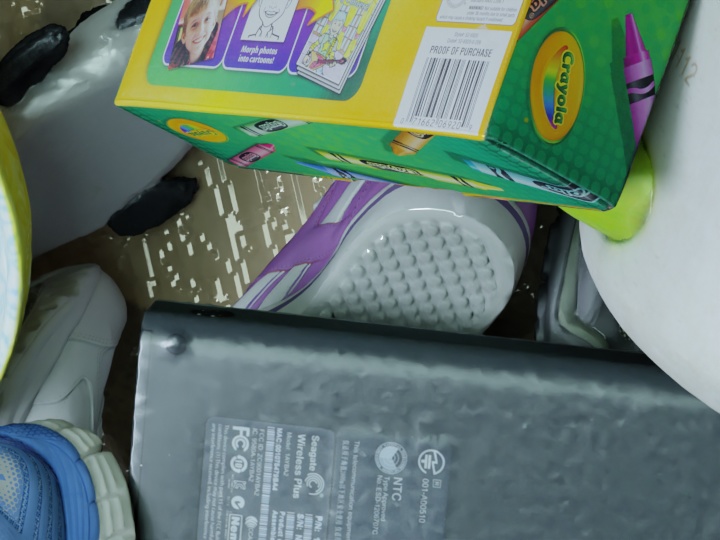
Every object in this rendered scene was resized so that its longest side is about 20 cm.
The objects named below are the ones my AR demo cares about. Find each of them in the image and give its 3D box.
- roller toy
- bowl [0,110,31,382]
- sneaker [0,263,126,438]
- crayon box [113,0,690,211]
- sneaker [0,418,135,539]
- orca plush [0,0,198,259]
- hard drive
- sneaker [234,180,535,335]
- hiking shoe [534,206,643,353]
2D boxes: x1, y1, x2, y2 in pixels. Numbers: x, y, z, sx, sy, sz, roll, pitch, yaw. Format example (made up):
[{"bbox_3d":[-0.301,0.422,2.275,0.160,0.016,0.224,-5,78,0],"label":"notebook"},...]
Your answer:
[{"bbox_3d":[0.171,-0.036,0.903,0.182,0.199,0.140,40,125,30],"label":"roller toy"},{"bbox_3d":[-0.199,-0.030,1.001,0.199,0.108,0.201,4,117,7],"label":"bowl"},{"bbox_3d":[-0.121,0.087,1.034,0.078,0.201,0.099,-20,126,42],"label":"sneaker"},{"bbox_3d":[0.015,-0.090,0.909,0.200,0.058,0.119,9,76,53],"label":"crayon box"},{"bbox_3d":[-0.115,0.150,0.923,0.078,0.089,0.201,-20,77,47],"label":"sneaker"},{"bbox_3d":[-0.089,-0.086,1.068,0.200,0.105,0.071,-51,44,16],"label":"orca plush"},{"bbox_3d":[0.024,0.090,0.951,0.199,0.033,0.140,6,100,5],"label":"hard drive"},{"bbox_3d":[0.001,0.000,1.035,0.072,0.115,0.200,34,133,-19],"label":"sneaker"},{"bbox_3d":[0.115,0.059,1.004,0.100,0.076,0.201,-7,95,7],"label":"hiking shoe"}]
